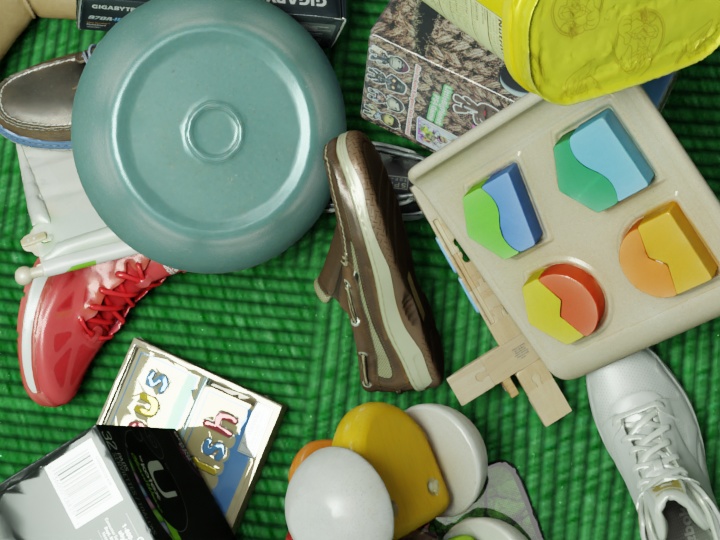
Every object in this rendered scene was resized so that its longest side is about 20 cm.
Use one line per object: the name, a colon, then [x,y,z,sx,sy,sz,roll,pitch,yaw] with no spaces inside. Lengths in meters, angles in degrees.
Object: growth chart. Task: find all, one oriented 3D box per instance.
growth chart: [-0.194,-0.084,1.022,0.142,0.018,0.202,-10,55,-7]

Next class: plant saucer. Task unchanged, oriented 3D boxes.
plant saucer: [-0.103,-0.097,0.956,0.197,0.036,0.203,-1,96,-10]

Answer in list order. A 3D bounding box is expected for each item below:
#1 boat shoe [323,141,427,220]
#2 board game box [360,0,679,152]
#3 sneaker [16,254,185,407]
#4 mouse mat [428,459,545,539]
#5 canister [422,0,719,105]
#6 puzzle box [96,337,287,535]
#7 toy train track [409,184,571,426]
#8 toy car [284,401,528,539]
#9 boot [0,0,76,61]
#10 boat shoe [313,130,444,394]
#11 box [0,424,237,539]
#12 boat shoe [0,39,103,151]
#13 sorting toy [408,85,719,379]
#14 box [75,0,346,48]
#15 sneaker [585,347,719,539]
boat shoe: [-0.037,-0.072,1.027,0.196,0.068,0.075,10,85,9]
board game box: [0.123,-0.153,0.974,0.198,0.097,0.161,26,63,9]
sneaker: [-0.182,0.011,1.025,0.114,0.078,0.203,10,86,21]
mouse mat: [0.051,0.249,1.010,0.198,0.008,0.163,-22,81,6]
canister: [0.115,-0.191,0.845,0.147,0.088,0.200,-20,36,-17]
puzzle box: [-0.153,0.168,1.037,0.131,0.025,0.202,22,87,10]
toy train track: [0.094,0.021,1.001,0.114,0.033,0.202,-30,96,0]
toy car: [0.017,0.201,0.952,0.149,0.174,0.202,-33,78,38]
boot: [-0.220,-0.204,1.056,0.197,0.066,0.178,5,70,8]
boat shoe: [-0.001,0.003,0.980,0.074,0.075,0.205,-13,110,14]
box: [-0.165,0.198,0.920,0.123,0.200,0.150,-30,80,2]
boat shoe: [-0.175,-0.141,0.998,0.197,0.072,0.073,-12,76,-9]
sorting toy: [0.148,-0.024,0.907,0.184,0.037,0.201,-29,105,41]
box: [-0.114,-0.254,1.020,0.197,0.046,0.161,2,69,-15]
sneaker: [0.213,0.136,0.947,0.073,0.116,0.202,-22,79,6]
